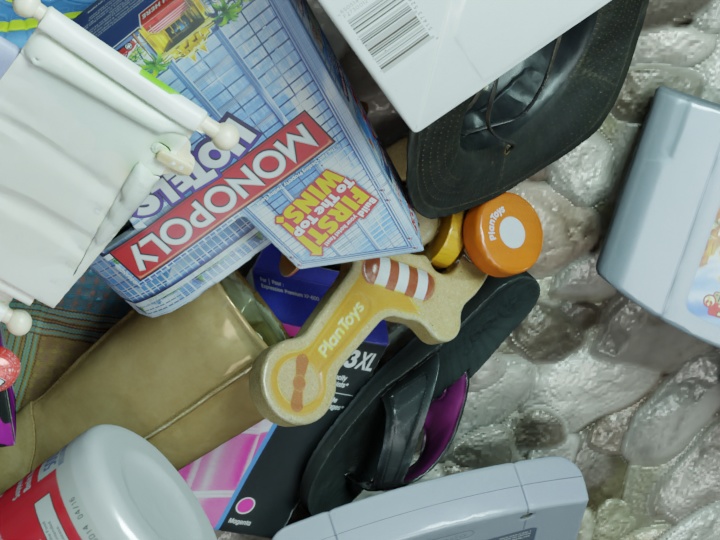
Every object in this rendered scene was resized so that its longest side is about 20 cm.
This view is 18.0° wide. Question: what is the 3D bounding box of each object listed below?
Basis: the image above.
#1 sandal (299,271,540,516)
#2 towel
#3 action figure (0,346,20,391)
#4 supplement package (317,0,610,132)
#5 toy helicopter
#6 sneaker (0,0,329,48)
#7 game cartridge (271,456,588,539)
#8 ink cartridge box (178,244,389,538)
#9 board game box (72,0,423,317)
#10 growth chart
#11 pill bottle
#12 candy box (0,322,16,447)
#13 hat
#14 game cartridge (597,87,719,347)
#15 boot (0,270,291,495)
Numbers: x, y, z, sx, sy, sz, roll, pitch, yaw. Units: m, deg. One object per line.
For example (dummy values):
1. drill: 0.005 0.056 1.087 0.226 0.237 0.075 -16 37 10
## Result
1. sandal: 0.037 0.081 1.351 0.201 0.048 0.075 -49 151 12
2. towel: -0.172 0.046 1.299 0.146 0.022 0.201 7 120 -21
3. action figure: -0.265 0.020 1.140 0.199 0.065 0.052 19 94 -18
4. supplement package: 0.019 -0.185 1.094 0.119 0.200 0.121 -34 125 6
5. toy helicopter: 0.000 0.000 1.249 0.132 0.079 0.200 48 60 -17
6. sneaker: -0.114 -0.109 1.191 0.198 0.071 0.083 -5 133 -9
7. game cartridge: 0.040 0.170 1.406 0.199 0.042 0.133 -14 150 -9
8. ink cartridge box: -0.050 0.069 1.340 0.094 0.037 0.201 13 116 -33
9. board game box: -0.070 -0.057 1.153 0.200 0.062 0.200 -36 122 16
10. growth chart: -0.173 -0.050 1.110 0.144 0.018 0.200 38 124 -16
11. pill bottle: -0.182 0.182 1.226 0.200 0.113 0.112 -37 126 13
12. candy box: -0.293 0.038 1.218 0.199 0.061 0.137 -8 122 -6
13. hat: 0.071 -0.124 1.210 0.200 0.081 0.201 -37 150 -26
14. game cartridge: 0.246 -0.014 1.318 0.199 0.042 0.134 17 96 -3
15. boot: -0.111 0.110 1.289 0.199 0.066 0.175 -34 115 13
